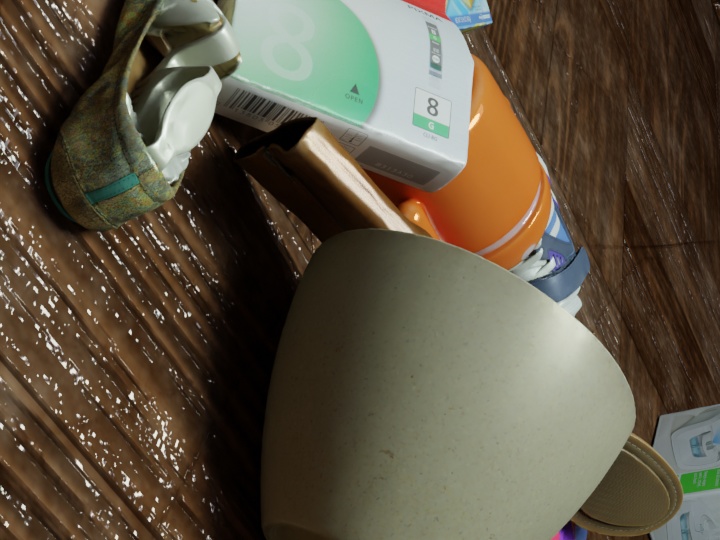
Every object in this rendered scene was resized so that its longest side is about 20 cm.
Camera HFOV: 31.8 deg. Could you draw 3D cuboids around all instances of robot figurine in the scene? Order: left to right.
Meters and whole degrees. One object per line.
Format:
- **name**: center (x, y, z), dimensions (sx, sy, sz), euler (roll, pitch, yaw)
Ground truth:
- **robot figurine**: center (0.065, -0.074, 0.889), dimensions (0.201, 0.116, 0.145), euler (52, 10, -40)

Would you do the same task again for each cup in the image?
- **cup**: center (0.026, 0.099, 0.662), dimensions (0.201, 0.198, 0.144), euler (54, 55, -37)

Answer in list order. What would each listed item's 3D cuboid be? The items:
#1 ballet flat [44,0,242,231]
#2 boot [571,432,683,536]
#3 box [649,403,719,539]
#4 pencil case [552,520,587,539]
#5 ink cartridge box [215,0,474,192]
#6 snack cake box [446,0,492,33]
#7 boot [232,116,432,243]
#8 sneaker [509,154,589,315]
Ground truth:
- **ballet flat**: center (-0.094, -0.096, 0.630), dimensions (0.071, 0.070, 0.201), euler (58, 30, -32)
- **boot**: center (0.127, 0.095, 0.887), dimensions (0.198, 0.077, 0.156), euler (24, 21, -16)
- **box**: center (0.413, 0.230, 1.382), dimensions (0.098, 0.174, 0.200), euler (68, 27, -14)
- **pencil case**: center (0.086, 0.175, 0.839), dimensions (0.199, 0.087, 0.090), euler (16, 62, -61)
- **ink cartridge box**: center (-0.005, -0.165, 0.767), dimensions (0.159, 0.050, 0.203), euler (18, 65, -23)
- **snack cake box**: center (0.028, -0.228, 0.956), dimensions (0.200, 0.066, 0.117), euler (-32, 106, -64)
- **boot**: center (0.000, 0.000, 0.748), dimensions (0.199, 0.188, 0.069), euler (38, 78, -15)
- **sneaker**: center (0.135, -0.009, 1.040), dimensions (0.200, 0.079, 0.149), euler (28, 48, -65)
